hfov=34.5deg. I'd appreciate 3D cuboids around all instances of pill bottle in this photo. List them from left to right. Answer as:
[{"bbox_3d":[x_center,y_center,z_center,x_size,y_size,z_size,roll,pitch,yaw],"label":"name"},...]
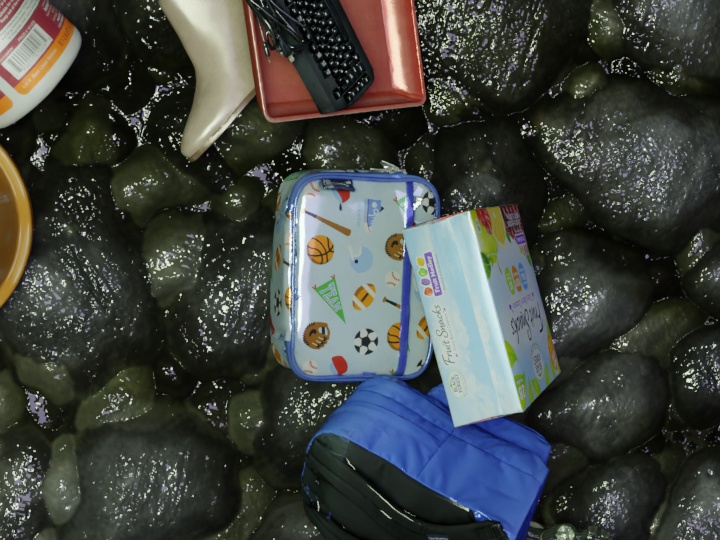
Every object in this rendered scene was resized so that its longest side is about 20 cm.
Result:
[{"bbox_3d":[-0.324,-0.215,0.906,0.110,0.109,0.200,-49,120,-8],"label":"pill bottle"}]

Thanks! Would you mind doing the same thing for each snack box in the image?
[{"bbox_3d":[0.112,0.032,1.019,0.067,0.200,0.170,-15,89,20],"label":"snack box"}]

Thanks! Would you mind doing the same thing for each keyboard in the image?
[{"bbox_3d":[-0.048,-0.220,0.949,0.104,0.039,0.201,-48,119,-34],"label":"keyboard"}]

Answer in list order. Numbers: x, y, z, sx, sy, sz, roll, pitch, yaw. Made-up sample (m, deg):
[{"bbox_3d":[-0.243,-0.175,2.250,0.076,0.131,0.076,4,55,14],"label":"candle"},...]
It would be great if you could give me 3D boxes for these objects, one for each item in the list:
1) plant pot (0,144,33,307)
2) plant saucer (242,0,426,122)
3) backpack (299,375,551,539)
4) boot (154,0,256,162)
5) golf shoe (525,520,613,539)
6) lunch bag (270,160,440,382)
[{"bbox_3d":[-0.354,-0.032,0.894,0.198,0.183,0.202,-1,95,-16],"label":"plant pot"},{"bbox_3d":[-0.032,-0.236,1.016,0.199,0.037,0.202,-14,98,-44],"label":"plant saucer"},{"bbox_3d":[0.055,0.190,1.031,0.199,0.168,0.164,24,128,16],"label":"backpack"},{"bbox_3d":[-0.136,-0.215,0.999,0.146,0.070,0.201,43,68,-22],"label":"boot"},{"bbox_3d":[0.143,0.268,1.118,0.198,0.088,0.078,17,67,7],"label":"golf shoe"},{"bbox_3d":[0.000,0.000,1.059,0.159,0.075,0.202,2,94,-19],"label":"lunch bag"}]
